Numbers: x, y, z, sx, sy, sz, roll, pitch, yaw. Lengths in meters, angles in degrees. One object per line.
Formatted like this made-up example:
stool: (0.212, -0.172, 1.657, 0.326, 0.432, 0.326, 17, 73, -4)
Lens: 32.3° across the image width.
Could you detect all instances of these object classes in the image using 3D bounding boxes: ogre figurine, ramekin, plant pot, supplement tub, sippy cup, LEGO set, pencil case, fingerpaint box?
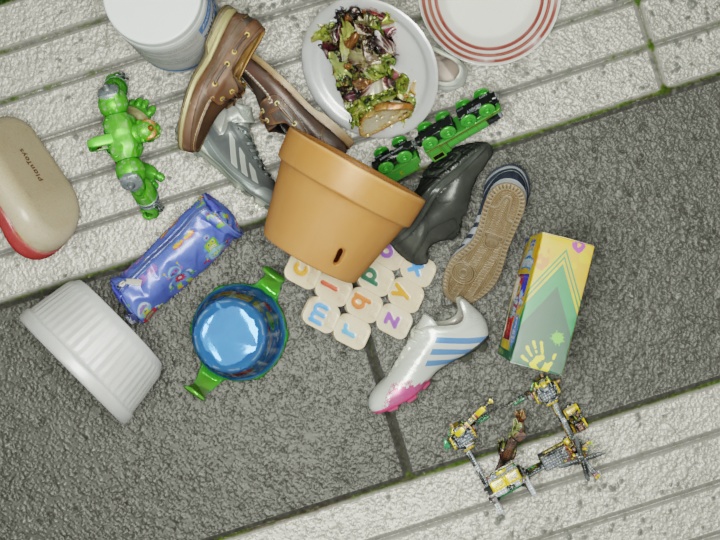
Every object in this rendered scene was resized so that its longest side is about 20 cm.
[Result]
ogre figurine: (-0.314, -0.172, 1.679, 0.097, 0.120, 0.202, 4, 90, 1)
ramekin: (-0.349, 0.101, 1.645, 0.094, 0.202, 0.202, -44, 89, -11)
plant pot: (-0.035, -0.077, 1.597, 0.199, 0.200, 0.141, 29, 96, 1)
supplement tub: (-0.256, -0.341, 1.639, 0.130, 0.200, 0.134, 0, 90, 1)
sippy cup: (-0.169, 0.085, 1.669, 0.138, 0.130, 0.180, -1, 89, 0)
LEGO set: (0.217, 0.234, 1.667, 0.198, 0.116, 0.155, -21, 89, 1)
pencil case: (-0.255, -0.017, 1.694, 0.200, 0.087, 0.078, -42, 67, 0)
fingerpaint box: (0.237, 0.042, 1.627, 0.073, 0.200, 0.169, 14, 90, 2)

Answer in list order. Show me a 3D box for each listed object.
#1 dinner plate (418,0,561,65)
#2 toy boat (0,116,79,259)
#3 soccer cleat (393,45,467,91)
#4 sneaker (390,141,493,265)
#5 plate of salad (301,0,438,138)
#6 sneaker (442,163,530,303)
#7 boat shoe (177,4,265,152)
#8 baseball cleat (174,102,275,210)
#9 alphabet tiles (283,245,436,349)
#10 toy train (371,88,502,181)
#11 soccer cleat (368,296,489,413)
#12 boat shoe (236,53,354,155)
dinner plate: (0.178, -0.383, 1.720, 0.198, 0.024, 0.203, 0, 89, 2)
toy boat: (-0.481, -0.101, 1.695, 0.130, 0.130, 0.201, -35, 88, 31)
soccer cleat: (0.050, -0.291, 1.694, 0.198, 0.078, 0.070, 14, 90, 1)
sneaker: (0.114, -0.093, 1.701, 0.200, 0.076, 0.091, -46, 110, -4)
plate of salad: (0.008, -0.265, 1.663, 0.198, 0.048, 0.202, 13, 126, 19)
sneaker: (0.176, -0.053, 1.702, 0.070, 0.109, 0.201, 24, 120, -1)
boat shoe: (-0.186, -0.247, 1.649, 0.067, 0.072, 0.202, 22, 92, 4)
baseball cleat: (-0.158, -0.163, 1.701, 0.199, 0.070, 0.107, 37, 91, 0)
alphabet tiles: (0.000, 0.000, 1.700, 0.194, 0.015, 0.202, 28, 80, -13)
toy train: (0.106, -0.179, 1.681, 0.199, 0.056, 0.042, -28, 52, 18)
soccer cleat: (0.081, 0.111, 1.692, 0.199, 0.070, 0.087, -35, 106, -7)
boat shoe: (-0.102, -0.215, 1.699, 0.200, 0.070, 0.070, 42, 86, 1)
